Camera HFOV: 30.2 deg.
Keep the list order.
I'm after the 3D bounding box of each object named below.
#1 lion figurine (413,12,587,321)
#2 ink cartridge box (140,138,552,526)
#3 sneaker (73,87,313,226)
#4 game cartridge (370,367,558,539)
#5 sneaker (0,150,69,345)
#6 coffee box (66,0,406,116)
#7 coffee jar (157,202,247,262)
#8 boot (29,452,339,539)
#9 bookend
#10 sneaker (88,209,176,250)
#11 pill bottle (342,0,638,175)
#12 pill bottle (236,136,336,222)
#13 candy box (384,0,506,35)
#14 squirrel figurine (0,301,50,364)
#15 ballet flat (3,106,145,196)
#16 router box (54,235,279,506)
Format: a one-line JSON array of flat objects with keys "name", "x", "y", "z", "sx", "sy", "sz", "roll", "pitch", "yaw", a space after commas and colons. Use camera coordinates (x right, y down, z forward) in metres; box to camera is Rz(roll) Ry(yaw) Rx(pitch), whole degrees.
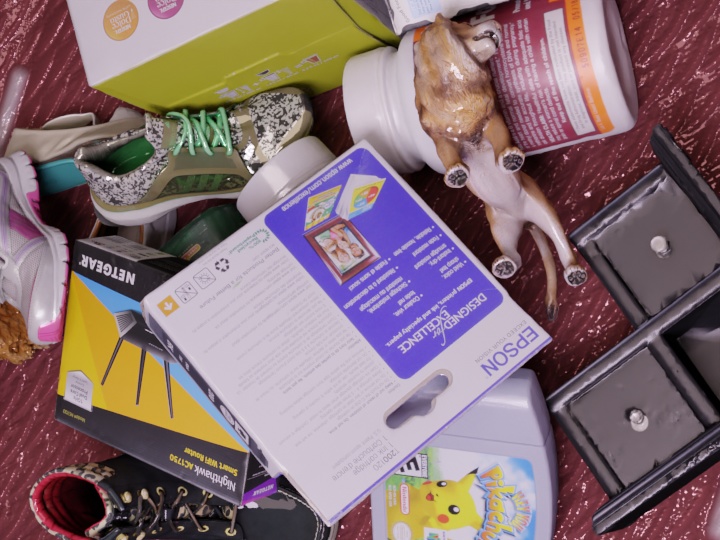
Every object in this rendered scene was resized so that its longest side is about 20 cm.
[{"name": "lion figurine", "x": 0.091, "y": -0.070, "z": 0.906, "sx": 0.072, "sy": 0.201, "sz": 0.123, "roll": -20, "pitch": 37, "yaw": 6}, {"name": "ink cartridge box", "x": -0.010, "y": 0.040, "z": 0.887, "sx": 0.198, "sy": 0.043, "sz": 0.200, "roll": -36, "pitch": 69, "yaw": -17}, {"name": "sneaker", "x": -0.132, "y": -0.094, "z": 1.025, "sx": 0.198, "sy": 0.089, "sz": 0.078, "roll": -22, "pitch": 68, "yaw": 9}, {"name": "game cartridge", "x": 0.072, "y": 0.156, "z": 0.938, "sx": 0.132, "sy": 0.041, "sz": 0.202, "roll": 3, "pitch": 119, "yaw": 12}, {"name": "sneaker", "x": -0.290, "y": -0.013, "z": 1.072, "sx": 0.201, "sy": 0.087, "sz": 0.082, "roll": 56, "pitch": 145, "yaw": 39}, {"name": "coffee box", "x": -0.099, "y": -0.242, "z": 1.031, "sx": 0.198, "sy": 0.200, "sz": 0.200, "roll": -20, "pitch": 77, "yaw": 18}, {"name": "coffee jar", "x": -0.081, "y": 0.053, "z": 1.048, "sx": 0.104, "sy": 0.085, "sz": 0.201, "roll": -39, "pitch": 71, "yaw": 16}, {"name": "boot", "x": -0.133, "y": 0.185, "z": 1.013, "sx": 0.202, "sy": 0.153, "sz": 0.074, "roll": 13, "pitch": 96, "yaw": 25}, {"name": "bookend", "x": 0.198, "y": 0.043, "z": 0.930, "sx": 0.198, "sy": 0.092, "sz": 0.201, "roll": -38, "pitch": 70, "yaw": 14}, {"name": "sneaker", "x": -0.209, "y": 0.026, "z": 1.107, "sx": 0.072, "sy": 0.085, "sz": 0.202, "roll": 5, "pitch": 87, "yaw": 21}, {"name": "pill bottle", "x": 0.095, "y": -0.137, "z": 0.984, "sx": 0.198, "sy": 0.114, "sz": 0.115, "roll": -12, "pitch": 79, "yaw": 20}, {"name": "pill bottle", "x": 0.000, "y": 0.000, "z": 0.994, "sx": 0.112, "sy": 0.112, "sz": 0.200, "roll": -42, "pitch": 79, "yaw": 12}, {"name": "candy box", "x": 0.122, "y": -0.239, "z": 0.970, "sx": 0.198, "sy": 0.136, "sz": 0.062, "roll": -15, "pitch": 106, "yaw": 20}, {"name": "squirrel figurine", "x": -0.368, "y": 0.036, "z": 1.123, "sx": 0.198, "sy": 0.142, "sz": 0.188, "roll": -9, "pitch": 45, "yaw": -5}, {"name": "ballet flat", "x": -0.222, "y": -0.109, "z": 1.144, "sx": 0.198, "sy": 0.069, "sz": 0.070, "roll": -4, "pitch": 82, "yaw": 23}, {"name": "router box", "x": -0.139, "y": 0.070, "z": 1.003, "sx": 0.199, "sy": 0.051, "sz": 0.151, "roll": 17, "pitch": 105, "yaw": 33}]
